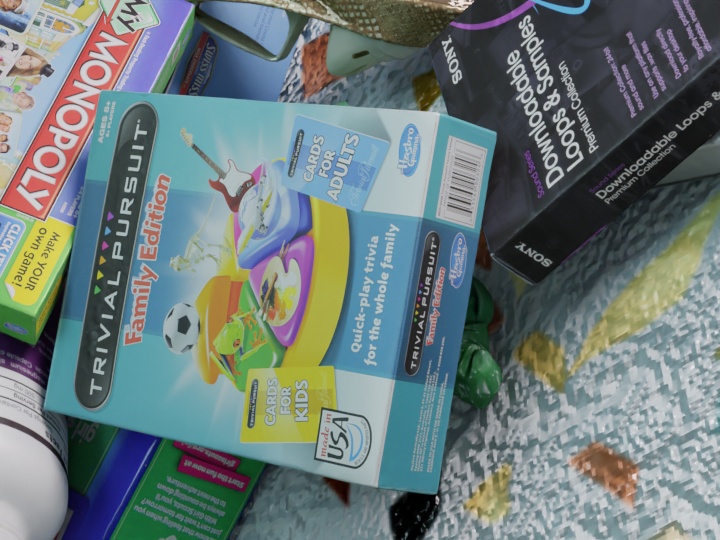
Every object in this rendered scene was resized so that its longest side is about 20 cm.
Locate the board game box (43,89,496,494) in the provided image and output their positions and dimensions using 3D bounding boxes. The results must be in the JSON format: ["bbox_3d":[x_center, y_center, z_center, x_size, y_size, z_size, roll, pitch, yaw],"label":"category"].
[{"bbox_3d":[-0.045,0.004,0.795,0.199,0.047,0.153,7,86,38],"label":"board game box"}]

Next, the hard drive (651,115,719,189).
[{"bbox_3d":[0.152,-0.133,0.785,0.131,0.026,0.202,-10,59,48],"label":"hard drive"}]

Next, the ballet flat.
[{"bbox_3d":[-0.022,-0.136,0.936,0.198,0.070,0.066,18,108,22],"label":"ballet flat"}]

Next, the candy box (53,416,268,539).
[{"bbox_3d":[-0.127,0.091,0.936,0.169,0.077,0.201,23,86,54],"label":"candy box"}]

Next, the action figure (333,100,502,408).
[{"bbox_3d":[0.000,0.000,0.843,0.118,0.055,0.200,-31,46,-17],"label":"action figure"}]

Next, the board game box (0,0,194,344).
[{"bbox_3d":[-0.178,-0.074,0.887,0.029,0.133,0.201,106,-175,-57],"label":"board game box"}]

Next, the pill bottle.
[{"bbox_3d":[-0.197,0.069,0.875,0.112,0.112,0.201,-37,41,30],"label":"pill bottle"}]

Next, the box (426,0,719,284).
[{"bbox_3d":[0.117,-0.108,0.758,0.200,0.036,0.144,-43,38,26],"label":"box"}]

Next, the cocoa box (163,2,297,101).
[{"bbox_3d":[-0.111,-0.176,1.054,0.133,0.131,0.202,-1,66,50],"label":"cocoa box"}]
